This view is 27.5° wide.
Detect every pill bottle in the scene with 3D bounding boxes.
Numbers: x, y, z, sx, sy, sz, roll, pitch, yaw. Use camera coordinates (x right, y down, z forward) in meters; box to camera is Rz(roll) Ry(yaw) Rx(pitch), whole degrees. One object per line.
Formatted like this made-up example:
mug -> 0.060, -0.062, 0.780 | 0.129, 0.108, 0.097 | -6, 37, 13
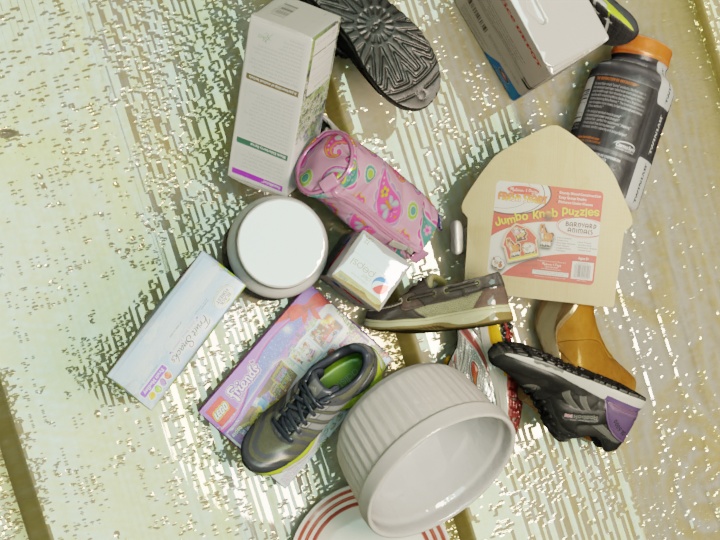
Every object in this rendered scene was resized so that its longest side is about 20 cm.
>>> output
pill bottle -> -0.096, -0.024, 1.649 | 0.113, 0.200, 0.115 | 0, 88, -8
pill bottle -> 0.310, -0.179, 1.758 | 0.106, 0.106, 0.201 | 19, 86, -7

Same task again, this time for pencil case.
pencil case -> 0.012, -0.081, 1.667 | 0.200, 0.087, 0.088 | 37, 81, -48

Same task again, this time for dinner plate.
dinner plate -> 0.012, 0.351, 1.739 | 0.198, 0.024, 0.202 | 0, 89, -8

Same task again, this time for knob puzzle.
knob puzzle -> 0.216, -0.067, 1.704 | 0.218, 0.030, 0.222 | 0, 92, 6

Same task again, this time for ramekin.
ramekin -> 0.067, 0.197, 1.667 | 0.199, 0.201, 0.105 | -32, 54, -8

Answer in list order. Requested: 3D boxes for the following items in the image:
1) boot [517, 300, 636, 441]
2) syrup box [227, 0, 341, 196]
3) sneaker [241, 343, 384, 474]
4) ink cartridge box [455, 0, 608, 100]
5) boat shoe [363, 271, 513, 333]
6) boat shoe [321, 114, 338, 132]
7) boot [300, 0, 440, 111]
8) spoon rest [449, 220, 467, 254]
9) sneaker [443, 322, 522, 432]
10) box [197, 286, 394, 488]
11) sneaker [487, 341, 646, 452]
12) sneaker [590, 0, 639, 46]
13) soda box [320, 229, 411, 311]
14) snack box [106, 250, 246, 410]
boot -> 0.276, 0.097, 1.761 | 0.143, 0.071, 0.202 | 26, 80, -26
syrup box -> -0.086, -0.191, 1.629 | 0.081, 0.079, 0.201 | 22, 124, 14
sneaker -> -0.059, 0.148, 1.653 | 0.200, 0.081, 0.074 | -44, 71, -11
ink cartridge box -> 0.195, -0.291, 1.699 | 0.084, 0.200, 0.147 | -30, 92, -8
boat shoe -> 0.089, 0.037, 1.694 | 0.071, 0.200, 0.067 | 5, 82, -48
boat shoe -> -0.048, -0.145, 1.724 | 0.072, 0.066, 0.200 | -42, 95, -13
boot -> 0.007, -0.259, 1.691 | 0.079, 0.158, 0.212 | -36, 87, -11
spoon rest -> 0.193, -0.041, 1.770 | 0.198, 0.061, 0.100 | 0, 89, -21
sneaker -> 0.145, 0.123, 1.751 | 0.082, 0.078, 0.202 | -8, 93, 18
box -> -0.076, 0.134, 1.727 | 0.137, 0.039, 0.200 | 42, 83, -5
sneaker -> 0.226, 0.150, 1.675 | 0.199, 0.076, 0.088 | 23, 96, -15
sneaker -> 0.268, -0.350, 1.752 | 0.081, 0.074, 0.200 | -33, 68, -15
soda box -> 0.000, 0.000, 1.660 | 0.068, 0.200, 0.064 | 36, 86, -6
snack box -> -0.206, 0.066, 1.630 | 0.068, 0.200, 0.169 | 38, 84, -4
